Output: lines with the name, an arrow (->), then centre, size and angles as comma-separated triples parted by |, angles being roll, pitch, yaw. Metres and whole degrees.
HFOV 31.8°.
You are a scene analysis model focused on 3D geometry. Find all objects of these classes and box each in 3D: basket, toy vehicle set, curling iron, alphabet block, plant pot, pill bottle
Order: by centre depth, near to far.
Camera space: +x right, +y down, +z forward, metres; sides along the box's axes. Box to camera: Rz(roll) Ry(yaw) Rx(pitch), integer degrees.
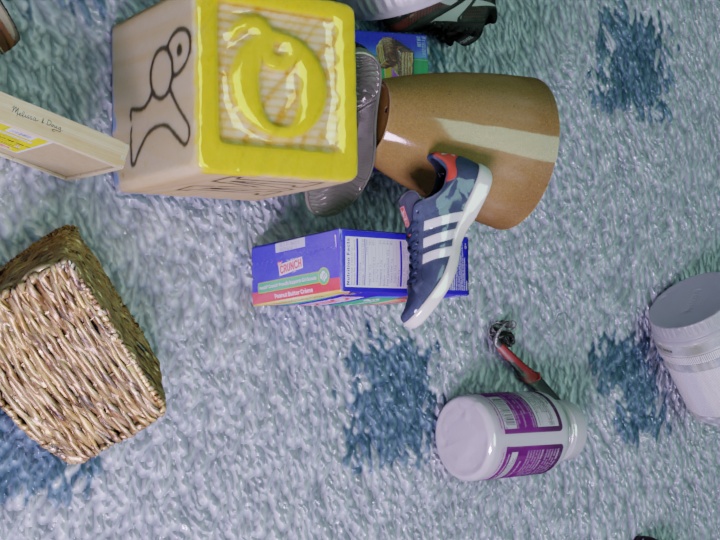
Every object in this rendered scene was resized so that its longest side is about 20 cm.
toy vehicle set -> -0.340, -0.137, 1.228 | 0.200, 0.124, 0.027 | 21, 74, -37
basket -> -0.304, 0.079, 1.288 | 0.142, 0.149, 0.200 | -30, 110, -2
alphabet block -> -0.136, -0.181, 1.343 | 0.196, 0.200, 0.196 | -1, 88, -35
plant pot -> 0.100, -0.156, 1.486 | 0.199, 0.186, 0.187 | 10, 81, -27
pill bottle -> 0.204, 0.216, 1.675 | 0.199, 0.112, 0.113 | 3, 86, -40
curling iron -> 0.240, 0.139, 1.764 | 0.200, 0.026, 0.050 | 49, 62, -27

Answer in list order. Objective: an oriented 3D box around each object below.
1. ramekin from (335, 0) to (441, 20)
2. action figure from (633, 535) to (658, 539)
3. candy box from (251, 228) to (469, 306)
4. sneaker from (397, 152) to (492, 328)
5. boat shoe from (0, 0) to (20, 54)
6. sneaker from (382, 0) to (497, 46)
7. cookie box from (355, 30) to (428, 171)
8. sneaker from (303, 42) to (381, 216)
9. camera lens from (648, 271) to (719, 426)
ramekin -> 0.046, -0.380, 1.526 | 0.200, 0.200, 0.105 | -37, 120, -35
action figure -> 0.472, 0.494, 1.917 | 0.200, 0.069, 0.130 | 58, 48, -27
candy box -> 0.000, 0.000, 1.478 | 0.199, 0.169, 0.077 | 3, 82, -39
sneaker -> 0.070, -0.038, 1.393 | 0.084, 0.075, 0.201 | 25, 77, -11
boat shoe -> -0.413, -0.285, 1.218 | 0.074, 0.076, 0.200 | -41, 125, -4
sneaker -> 0.111, -0.334, 1.653 | 0.200, 0.071, 0.098 | -28, 103, -39
cookie box -> -0.010, -0.204, 1.542 | 0.199, 0.075, 0.172 | -5, 93, -39
sneaker -> -0.025, -0.167, 1.439 | 0.074, 0.106, 0.201 | 8, 113, -17
camera lens -> 0.546, 0.124, 1.935 | 0.160, 0.160, 0.200 | -45, 115, -32
